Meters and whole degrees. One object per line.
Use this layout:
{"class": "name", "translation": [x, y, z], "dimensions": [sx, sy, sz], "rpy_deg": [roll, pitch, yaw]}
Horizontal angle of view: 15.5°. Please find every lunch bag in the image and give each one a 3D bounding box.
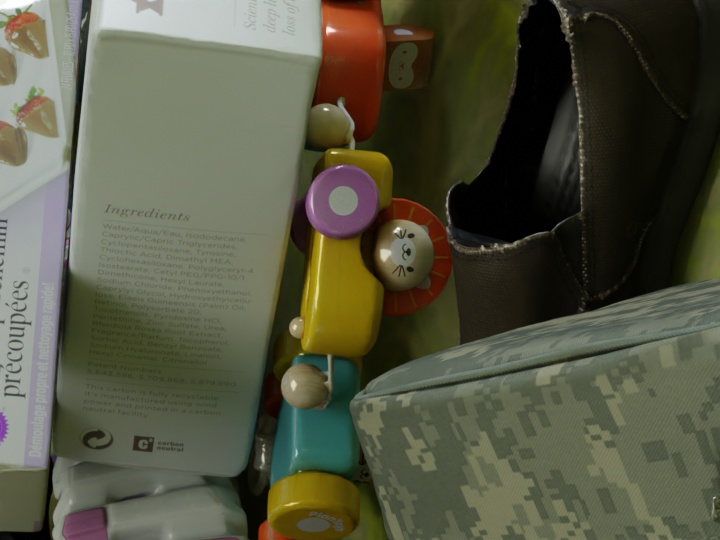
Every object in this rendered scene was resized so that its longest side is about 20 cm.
{"class": "lunch bag", "translation": [0.106, 0.087, 0.652], "dimensions": [0.200, 0.139, 0.168], "rpy_deg": [-14, 91, 55]}

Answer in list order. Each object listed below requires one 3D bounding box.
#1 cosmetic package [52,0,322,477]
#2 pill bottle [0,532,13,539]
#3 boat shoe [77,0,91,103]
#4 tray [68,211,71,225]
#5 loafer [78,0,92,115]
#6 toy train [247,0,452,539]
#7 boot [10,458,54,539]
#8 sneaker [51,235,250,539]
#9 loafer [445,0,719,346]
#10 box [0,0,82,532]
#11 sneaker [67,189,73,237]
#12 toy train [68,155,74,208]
{"class": "cosmetic package", "translation": [-0.058, -0.034, 0.864], "dimensions": [0.200, 0.074, 0.102], "rpy_deg": [104, 169, -47]}
{"class": "pill bottle", "translation": [-0.148, 0.155, 0.935], "dimensions": [0.106, 0.106, 0.200], "rpy_deg": [-33, 87, 49]}
{"class": "boat shoe", "translation": [-0.115, -0.096, 1.073], "dimensions": [0.062, 0.073, 0.200], "rpy_deg": [46, 128, -6]}
{"class": "tray", "translation": [-0.209, -0.010, 1.042], "dimensions": [0.200, 0.022, 0.107], "rpy_deg": [-36, 94, 26]}
{"class": "loafer", "translation": [-0.054, -0.136, 0.977], "dimensions": [0.200, 0.072, 0.063], "rpy_deg": [-68, 21, 13]}
{"class": "toy train", "translation": [0.000, 0.000, 0.887], "dimensions": [0.150, 0.055, 0.200], "rpy_deg": [-101, 17, -69]}
{"class": "boot", "translation": [-0.179, 0.081, 1.034], "dimensions": [0.154, 0.074, 0.200], "rpy_deg": [-5, 107, 37]}
{"class": "sneaker", "translation": [-0.078, 0.071, 0.969], "dimensions": [0.089, 0.080, 0.200], "rpy_deg": [78, -177, -51]}
{"class": "loafer", "translation": [0.050, 0.000, 0.790], "dimensions": [0.073, 0.071, 0.200], "rpy_deg": [25, 106, 54]}
{"class": "box", "translation": [-0.115, -0.012, 0.856], "dimensions": [0.041, 0.039, 0.200], "rpy_deg": [101, 170, -53]}
{"class": "sneaker", "translation": [-0.203, -0.014, 1.089], "dimensions": [0.202, 0.146, 0.077], "rpy_deg": [-25, 39, 51]}
{"class": "toy train", "translation": [-0.159, -0.012, 0.916], "dimensions": [0.085, 0.114, 0.200], "rpy_deg": [93, 178, -53]}
